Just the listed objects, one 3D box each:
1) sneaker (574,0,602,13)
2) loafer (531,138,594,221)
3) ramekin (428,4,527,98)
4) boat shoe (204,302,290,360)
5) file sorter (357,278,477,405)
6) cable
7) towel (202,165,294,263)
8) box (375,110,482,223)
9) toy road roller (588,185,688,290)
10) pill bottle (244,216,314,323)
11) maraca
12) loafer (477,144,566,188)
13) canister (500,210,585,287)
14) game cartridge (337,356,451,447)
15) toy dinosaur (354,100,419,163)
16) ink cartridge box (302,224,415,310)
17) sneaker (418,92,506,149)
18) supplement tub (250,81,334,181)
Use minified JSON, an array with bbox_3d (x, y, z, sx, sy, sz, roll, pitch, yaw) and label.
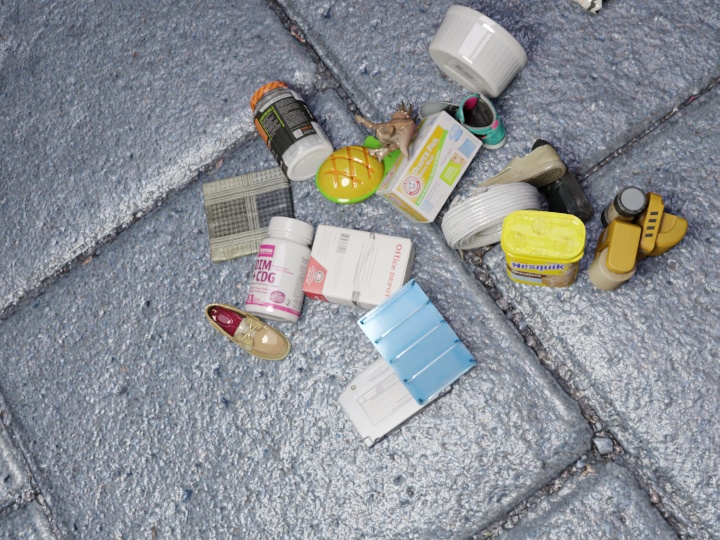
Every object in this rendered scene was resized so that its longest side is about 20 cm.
[{"bbox_3d":[0.541,-0.637,1.798,0.080,0.074,0.200,43,90,6],"label":"sneaker"},{"bbox_3d":[0.404,-0.179,1.683,0.072,0.073,0.201,-7,67,-21],"label":"loafer"},{"bbox_3d":[0.237,-0.447,1.729,0.200,0.200,0.098,36,90,19],"label":"ramekin"},{"bbox_3d":[-0.238,0.125,1.714,0.199,0.066,0.074,22,79,17],"label":"boat shoe"},{"bbox_3d":[0.106,0.131,1.550,0.139,0.123,0.200,-37,85,-2],"label":"file sorter"},{"bbox_3d":[0.255,-0.104,1.614,0.199,0.200,0.070,-14,74,-16],"label":"cable"},{"bbox_3d":[-0.243,-0.122,1.817,0.199,0.035,0.193,-11,74,6],"label":"towel"},{"bbox_3d":[0.138,-0.208,1.700,0.112,0.101,0.200,35,81,-17],"label":"box"},{"bbox_3d":[0.530,-0.053,1.584,0.145,0.123,0.201,17,76,5],"label":"toy road roller"},{"bbox_3d":[-0.161,-0.001,1.706,0.113,0.113,0.201,9,79,14],"label":"pill bottle"},{"bbox_3d":[-0.002,-0.213,1.753,0.200,0.107,0.137,-35,65,-17],"label":"maraca"},{"bbox_3d":[0.317,-0.190,1.668,0.199,0.076,0.069,-21,59,34],"label":"loafer"},{"bbox_3d":[0.343,-0.035,1.571,0.148,0.200,0.087,6,74,14],"label":"canister"},{"bbox_3d":[0.062,0.236,1.634,0.200,0.042,0.133,-35,65,0],"label":"game cartridge"},{"bbox_3d":[0.079,-0.284,1.690,0.135,0.086,0.200,-20,27,-15],"label":"toy dinosaur"},{"bbox_3d":[0.000,0.000,1.694,0.199,0.083,0.147,11,76,14],"label":"ink cartridge box"},{"bbox_3d":[0.206,-0.324,1.732,0.199,0.121,0.084,22,77,18],"label":"sneaker"},{"bbox_3d":[-0.153,-0.304,1.801,0.122,0.123,0.200,-31,70,1],"label":"supplement tub"}]
